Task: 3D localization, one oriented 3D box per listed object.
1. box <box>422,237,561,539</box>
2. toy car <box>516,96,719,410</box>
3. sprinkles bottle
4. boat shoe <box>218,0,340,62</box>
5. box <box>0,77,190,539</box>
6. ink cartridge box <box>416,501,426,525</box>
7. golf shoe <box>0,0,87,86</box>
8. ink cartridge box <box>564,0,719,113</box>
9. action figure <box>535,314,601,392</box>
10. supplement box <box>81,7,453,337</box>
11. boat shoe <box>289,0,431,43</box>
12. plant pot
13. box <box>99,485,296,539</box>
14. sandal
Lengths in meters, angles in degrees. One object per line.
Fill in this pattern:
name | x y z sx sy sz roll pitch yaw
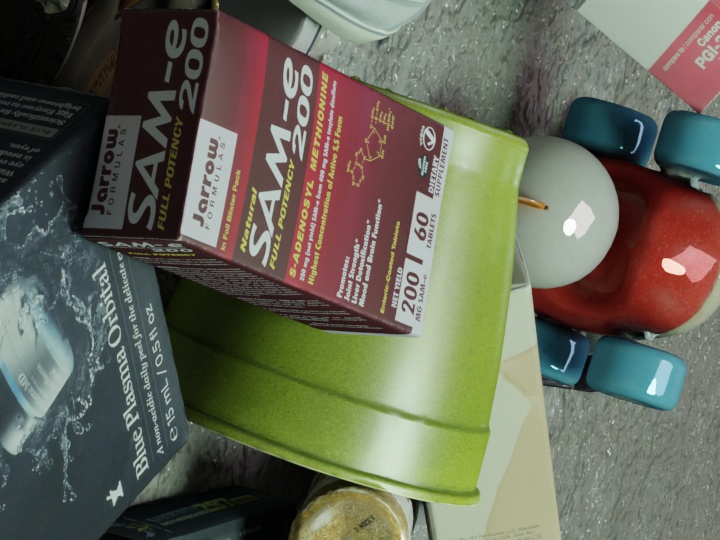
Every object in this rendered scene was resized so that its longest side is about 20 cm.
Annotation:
box | 0.068 0.080 1.647 0.095 0.077 0.201 -101 -178 -60
toy car | 0.119 -0.032 1.756 0.199 0.177 0.185 21 86 -39
sprinkles bottle | -0.002 0.147 1.614 0.200 0.068 0.069 -49 147 -86
boat shoe | -0.040 -0.142 1.532 0.066 0.072 0.201 59 40 -45
box | -0.188 0.045 1.265 0.200 0.117 0.197 -48 139 -43
ink cartridge box | 0.039 0.037 1.773 0.200 0.057 0.163 -71 154 -46
golf shoe | -0.146 -0.178 1.314 0.088 0.077 0.201 -18 116 -67
ink cartridge box | 0.188 -0.221 1.778 0.147 0.200 0.083 -51 -179 -42
action figure | 0.150 -0.018 1.930 0.130 0.069 0.201 12 85 -55
supplement box | -0.039 -0.042 1.302 0.200 0.061 0.109 22 74 -53
boat shoe | -0.033 -0.185 1.429 0.200 0.071 0.070 28 48 -40
plant pot | 0.000 0.000 1.478 0.200 0.200 0.194 14 96 -62
box | -0.103 0.230 1.552 0.158 0.051 0.201 -11 109 -62
sandal | -0.105 -0.135 1.418 0.082 0.054 0.200 71 34 -43
